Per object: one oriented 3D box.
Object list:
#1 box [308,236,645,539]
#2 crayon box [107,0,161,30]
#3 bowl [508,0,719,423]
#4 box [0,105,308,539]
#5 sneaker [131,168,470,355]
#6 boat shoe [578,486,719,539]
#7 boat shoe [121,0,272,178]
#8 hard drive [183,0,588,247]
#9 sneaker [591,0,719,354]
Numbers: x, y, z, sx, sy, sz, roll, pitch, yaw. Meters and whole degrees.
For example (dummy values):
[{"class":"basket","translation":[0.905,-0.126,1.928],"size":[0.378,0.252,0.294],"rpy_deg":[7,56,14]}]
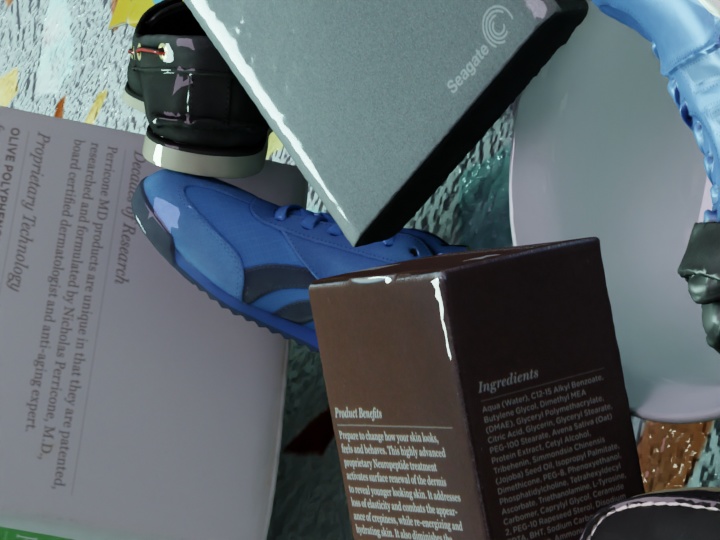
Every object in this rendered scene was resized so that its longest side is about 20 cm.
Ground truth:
[{"class":"box","translation":[0.049,0.093,0.779],"size":[0.100,0.075,0.201],"rpy_deg":[-4,98,61]},{"class":"crayon box","translation":[-0.066,-0.196,1.270],"size":[0.200,0.051,0.128],"rpy_deg":[2,71,57]},{"class":"bowl","translation":[0.147,-0.041,0.775],"size":[0.201,0.090,0.202],"rpy_deg":[-18,67,53]},{"class":"box","translation":[-0.132,0.064,1.018],"size":[0.199,0.170,0.201],"rpy_deg":[118,160,-59]},{"class":"sneaker","translation":[0.000,0.000,0.915],"size":[0.079,0.199,0.066],"rpy_deg":[-60,-6,22]},{"class":"boat shoe","translation":[0.146,0.104,0.661],"size":[0.200,0.066,0.072],"rpy_deg":[17,79,37]},{"class":"boat shoe","translation":[-0.071,-0.092,1.001],"size":[0.201,0.073,0.064],"rpy_deg":[-115,31,-75]},{"class":"hard drive","translation":[-0.011,-0.130,0.859],"size":[0.200,0.033,0.140],"rpy_deg":[55,129,18]},{"class":"sneaker","translation":[0.117,-0.033,0.669],"size":[0.200,0.077,0.112],"rpy_deg":[35,102,44]}]
